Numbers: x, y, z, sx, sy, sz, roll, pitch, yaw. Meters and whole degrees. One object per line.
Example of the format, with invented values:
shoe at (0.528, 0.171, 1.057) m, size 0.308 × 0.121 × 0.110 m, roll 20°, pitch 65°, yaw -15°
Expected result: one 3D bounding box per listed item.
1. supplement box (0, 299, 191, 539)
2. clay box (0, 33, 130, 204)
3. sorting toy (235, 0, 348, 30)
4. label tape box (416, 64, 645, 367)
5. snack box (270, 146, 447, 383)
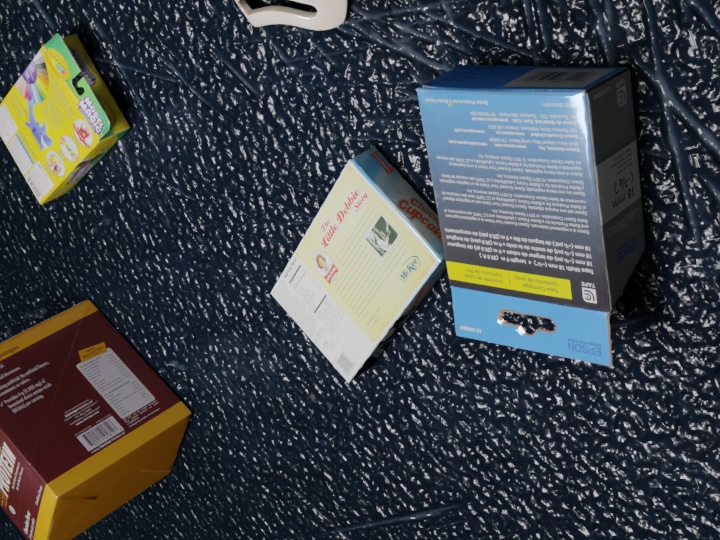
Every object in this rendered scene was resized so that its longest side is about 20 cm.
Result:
supplement box at (-0.344, 0.179, 1.353) m, size 0.200 × 0.197 × 0.133 m, roll 44°, pitch 137°, yaw 18°
clay box at (-0.318, -0.163, 1.235) m, size 0.199 × 0.047 × 0.116 m, roll -30°, pitch 91°, yaw 48°
sorting toy at (-0.086, -0.273, 0.920) m, size 0.199 × 0.107 × 0.181 m, roll 12°, pitch 140°, yaw 41°
label tape box at (0.128, -0.044, 0.845) m, size 0.143 × 0.063 × 0.202 m, roll 10°, pitch 120°, yaw 41°
snack box at (0.000, 0.000, 1.020) m, size 0.116 × 0.037 × 0.200 m, roll 48°, pitch 138°, yaw 12°
